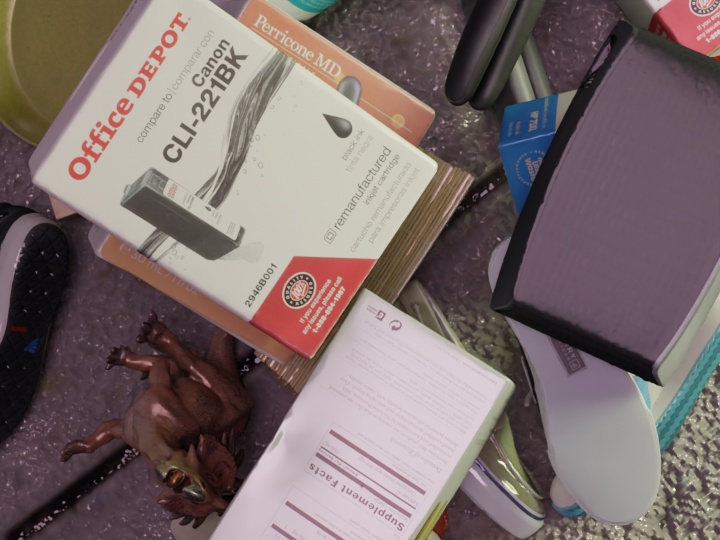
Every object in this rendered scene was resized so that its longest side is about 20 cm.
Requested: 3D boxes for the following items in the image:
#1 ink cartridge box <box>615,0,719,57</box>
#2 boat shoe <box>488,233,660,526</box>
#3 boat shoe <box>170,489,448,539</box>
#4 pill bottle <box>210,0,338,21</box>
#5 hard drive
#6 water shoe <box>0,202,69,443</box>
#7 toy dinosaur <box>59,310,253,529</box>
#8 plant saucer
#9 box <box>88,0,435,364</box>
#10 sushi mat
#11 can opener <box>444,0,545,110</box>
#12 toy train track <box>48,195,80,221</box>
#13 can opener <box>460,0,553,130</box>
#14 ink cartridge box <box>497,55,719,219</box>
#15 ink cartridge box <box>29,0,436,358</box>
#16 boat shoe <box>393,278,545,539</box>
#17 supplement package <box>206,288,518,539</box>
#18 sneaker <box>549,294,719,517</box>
[{"bbox_3d":[0.228,-0.256,0.957,0.144,0.084,0.200,-37,81,5],"label":"ink cartridge box"},{"bbox_3d":[0.139,0.069,0.898,0.073,0.068,0.200,-29,87,10],"label":"boat shoe"},{"bbox_3d":[-0.035,0.176,0.975,0.199,0.071,0.063,-2,45,13],"label":"boat shoe"},{"bbox_3d":[-0.026,-0.250,0.964,0.200,0.111,0.111,-27,82,28],"label":"pill bottle"},{"bbox_3d":[0.174,-0.042,0.837,0.135,0.042,0.201,25,93,7],"label":"hard drive"},{"bbox_3d":[-0.281,0.048,1.026,0.079,0.071,0.201,23,91,37],"label":"water shoe"},{"bbox_3d":[-0.114,0.106,0.955,0.135,0.200,0.086,28,126,11],"label":"toy dinosaur"},{"bbox_3d":[-0.204,-0.186,1.019,0.199,0.031,0.201,-2,86,24],"label":"plant saucer"},{"bbox_3d":[-0.071,-0.065,0.936,0.152,0.106,0.200,30,90,-16],"label":"box"},{"bbox_3d":[0.000,0.000,0.979,0.096,0.012,0.200,33,89,46],"label":"sushi mat"},{"bbox_3d":[0.109,-0.203,0.925,0.079,0.063,0.201,35,116,45],"label":"can opener"},{"bbox_3d":[-0.136,-0.082,1.022,0.199,0.033,0.115,-20,85,7],"label":"toy train track"},{"bbox_3d":[0.090,-0.184,0.996,0.066,0.053,0.201,-28,79,40],"label":"can opener"},{"bbox_3d":[0.204,-0.069,0.916,0.199,0.067,0.116,-12,117,17],"label":"ink cartridge box"},{"bbox_3d":[-0.079,-0.064,0.827,0.200,0.084,0.145,34,90,-16],"label":"ink cartridge box"},{"bbox_3d":[0.071,0.095,0.959,0.062,0.072,0.200,-40,79,11],"label":"boat shoe"},{"bbox_3d":[0.003,0.129,0.876,0.109,0.114,0.200,32,89,12],"label":"supplement package"},{"bbox_3d":[0.187,0.080,0.950,0.081,0.076,0.200,33,91,26],"label":"sneaker"}]
